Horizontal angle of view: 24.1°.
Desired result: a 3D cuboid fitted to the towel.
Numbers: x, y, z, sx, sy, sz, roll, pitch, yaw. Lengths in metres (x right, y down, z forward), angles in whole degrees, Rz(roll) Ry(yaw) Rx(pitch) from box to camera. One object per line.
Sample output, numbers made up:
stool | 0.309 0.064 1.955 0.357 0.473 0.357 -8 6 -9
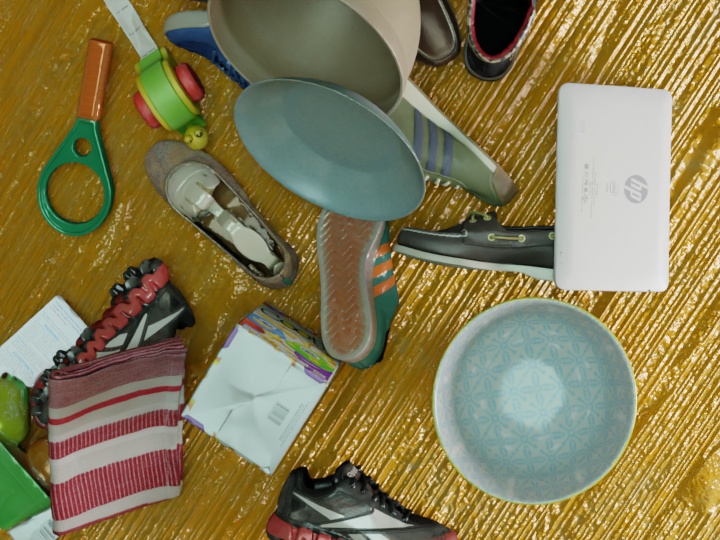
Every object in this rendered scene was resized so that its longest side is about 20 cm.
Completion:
towel | -0.238 0.166 1.656 0.143 0.023 0.201 -15 129 -29

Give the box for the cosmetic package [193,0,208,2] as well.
cosmetic package | -0.141 -0.365 1.650 0.070 0.105 0.202 10 93 3

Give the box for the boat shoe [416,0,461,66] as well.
boat shoe | 0.031 -0.288 1.659 0.075 0.072 0.201 -35 91 6

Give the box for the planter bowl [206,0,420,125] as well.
planter bowl | -0.026 -0.252 1.566 0.199 0.201 0.135 26 63 2

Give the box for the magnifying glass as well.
magnifying glass | -0.279 -0.133 1.704 0.079 0.022 0.202 13 105 6

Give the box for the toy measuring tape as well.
toy measuring tape | -0.211 -0.208 1.682 0.073 0.074 0.201 -31 92 5

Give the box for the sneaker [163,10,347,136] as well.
sneaker | -0.106 -0.187 1.672 0.198 0.077 0.112 12 86 -4

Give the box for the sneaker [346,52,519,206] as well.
sneaker | 0.057 -0.115 1.661 0.200 0.067 0.090 43 86 -9

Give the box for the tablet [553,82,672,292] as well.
tablet | 0.250 -0.081 1.657 0.129 0.014 0.202 1 91 -22

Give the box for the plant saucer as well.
plant saucer | -0.023 -0.125 1.593 0.200 0.201 0.039 27 63 2

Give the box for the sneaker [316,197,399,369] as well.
sneaker | 0.000 0.000 1.690 0.071 0.080 0.202 -1 75 21

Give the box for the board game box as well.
board game box | -0.090 0.108 1.631 0.103 0.200 0.105 33 96 1

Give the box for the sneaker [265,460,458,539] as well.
sneaker | 0.007 0.246 1.699 0.198 0.071 0.099 10 97 4

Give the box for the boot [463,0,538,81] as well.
boot | 0.142 -0.283 1.612 0.073 0.151 0.202 17 95 2

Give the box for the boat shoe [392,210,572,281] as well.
boat shoe | 0.133 -0.029 1.674 0.199 0.072 0.061 7 94 -4

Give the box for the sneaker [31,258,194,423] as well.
sneaker | -0.239 0.086 1.673 0.098 0.071 0.201 45 66 -15

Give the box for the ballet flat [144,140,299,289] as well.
ballet flat | -0.139 -0.059 1.689 0.200 0.067 0.068 40 95 1

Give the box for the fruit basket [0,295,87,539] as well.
fruit basket | -0.322 0.160 1.721 0.200 0.094 0.185 -43 91 -10

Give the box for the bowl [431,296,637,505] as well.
bowl | 0.169 0.122 1.661 0.198 0.108 0.202 0 94 3
